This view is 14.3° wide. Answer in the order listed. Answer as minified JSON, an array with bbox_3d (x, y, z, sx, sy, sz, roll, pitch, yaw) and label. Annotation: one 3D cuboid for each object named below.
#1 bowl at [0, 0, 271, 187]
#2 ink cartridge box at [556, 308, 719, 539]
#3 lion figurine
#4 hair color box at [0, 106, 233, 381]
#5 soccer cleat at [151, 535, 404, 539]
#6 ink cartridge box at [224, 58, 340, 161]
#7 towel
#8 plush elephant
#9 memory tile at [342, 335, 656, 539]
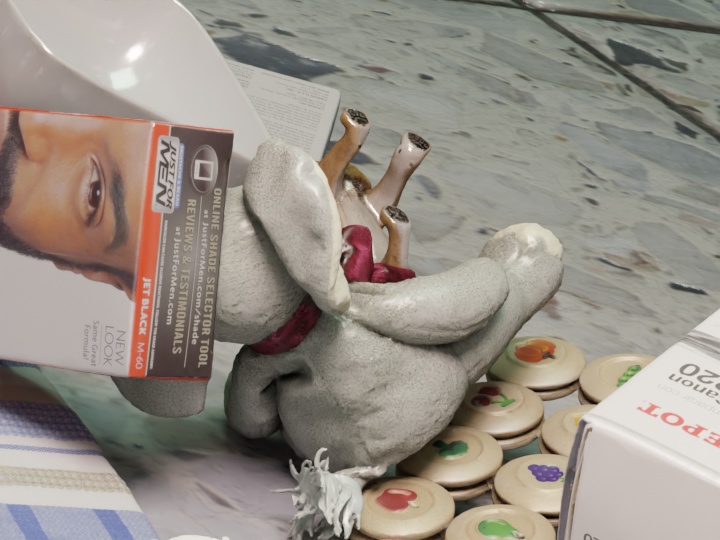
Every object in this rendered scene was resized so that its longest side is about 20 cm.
[{"bbox_3d":[-0.153,-0.111,1.581,0.200,0.075,0.200,25,23,-40],"label":"bowl"},{"bbox_3d":[0.199,0.082,1.240,0.145,0.085,0.200,25,38,28],"label":"ink cartridge box"},{"bbox_3d":[0.000,0.000,1.498,0.072,0.123,0.200,18,31,-23],"label":"lion figurine"},{"bbox_3d":[-0.156,-0.017,1.269,0.199,0.112,0.064,6,1,34],"label":"hair color box"},{"bbox_3d":[-0.042,0.132,1.117,0.199,0.069,0.085,-11,36,-44],"label":"soccer cleat"},{"bbox_3d":[-0.107,-0.061,1.679,0.160,0.050,0.200,16,37,0],"label":"ink cartridge box"},{"bbox_3d":[-0.176,0.081,1.219,0.146,0.024,0.200,5,22,-28],"label":"towel"},{"bbox_3d":[-0.027,0.012,1.302,0.164,0.155,0.200,-24,19,30],"label":"plush elephant"},{"bbox_3d":[0.096,0.087,1.322,0.153,0.017,0.200,13,31,24],"label":"memory tile"}]
